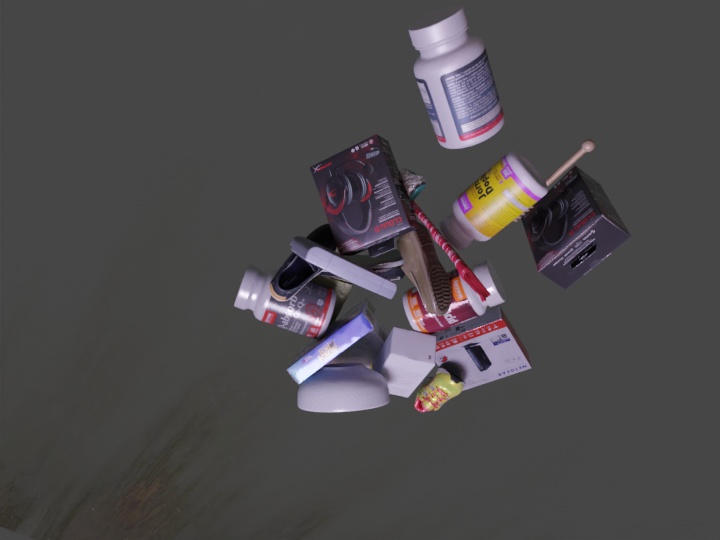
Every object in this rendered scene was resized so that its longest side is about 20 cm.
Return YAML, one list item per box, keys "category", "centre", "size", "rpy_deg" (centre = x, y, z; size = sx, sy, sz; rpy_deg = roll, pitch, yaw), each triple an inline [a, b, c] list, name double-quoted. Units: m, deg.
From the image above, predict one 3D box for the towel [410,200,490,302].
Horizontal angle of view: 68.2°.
- category: "towel"
  centre: [0.168, -0.037, 1.010]
  size: [0.022, 0.200, 0.145]
  rpy_deg: [-39, 143, 9]

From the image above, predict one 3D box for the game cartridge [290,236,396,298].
- category: "game cartridge"
  centre: [-0.030, -0.006, 1.021]
  size: [0.199, 0.133, 0.041]
  rpy_deg: [25, 97, -27]

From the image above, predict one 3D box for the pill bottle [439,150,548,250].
- category: "pill bottle"
  centre: [0.247, -0.127, 1.014]
  size: [0.104, 0.105, 0.200]
  rpy_deg: [36, 122, -20]

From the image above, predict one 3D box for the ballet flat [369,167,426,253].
- category: "ballet flat"
  centre: [0.060, -0.122, 1.073]
  size: [0.071, 0.072, 0.200]
  rpy_deg: [26, 123, -13]

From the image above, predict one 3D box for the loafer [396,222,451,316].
- category: "loafer"
  centre: [0.130, 0.001, 1.099]
  size: [0.076, 0.201, 0.067]
  rpy_deg: [0, 160, -44]

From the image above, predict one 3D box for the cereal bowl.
- category: "cereal bowl"
  centre: [-0.037, 0.244, 1.138]
  size: [0.198, 0.200, 0.084]
  rpy_deg: [-2, 85, 8]

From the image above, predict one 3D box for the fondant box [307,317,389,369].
- category: "fondant box"
  centre: [-0.016, 0.205, 1.319]
  size: [0.199, 0.058, 0.144]
  rpy_deg: [-27, 120, 24]

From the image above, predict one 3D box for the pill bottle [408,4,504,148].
- category: "pill bottle"
  centre: [0.155, -0.316, 0.874]
  size: [0.119, 0.120, 0.201]
  rpy_deg: [-16, 124, 17]

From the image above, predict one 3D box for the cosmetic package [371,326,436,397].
- category: "cosmetic package"
  centre: [0.092, 0.211, 1.199]
  size: [0.101, 0.072, 0.200]
  rpy_deg: [14, 145, -6]

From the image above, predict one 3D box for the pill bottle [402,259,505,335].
- category: "pill bottle"
  centre: [0.202, 0.059, 1.151]
  size: [0.199, 0.115, 0.114]
  rpy_deg: [-25, 120, 22]

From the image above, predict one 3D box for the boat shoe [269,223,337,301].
- category: "boat shoe"
  centre: [-0.109, -0.020, 1.089]
  size: [0.075, 0.200, 0.062]
  rpy_deg: [42, 159, -2]

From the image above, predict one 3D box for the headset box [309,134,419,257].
- category: "headset box"
  centre: [0.012, -0.127, 0.996]
  size: [0.148, 0.075, 0.201]
  rpy_deg: [-21, 86, 21]

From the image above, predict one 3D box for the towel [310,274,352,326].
- category: "towel"
  centre: [-0.109, 0.063, 1.237]
  size: [0.147, 0.037, 0.201]
  rpy_deg: [19, 125, -9]

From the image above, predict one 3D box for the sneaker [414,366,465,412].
- category: "sneaker"
  centre: [0.189, 0.304, 1.304]
  size: [0.078, 0.090, 0.200]
  rpy_deg: [36, 151, 4]

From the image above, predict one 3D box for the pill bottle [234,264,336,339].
- category: "pill bottle"
  centre: [-0.162, 0.065, 1.148]
  size: [0.199, 0.116, 0.116]
  rpy_deg: [20, 126, -10]

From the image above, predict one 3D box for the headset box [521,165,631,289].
- category: "headset box"
  centre: [0.389, -0.075, 0.978]
  size: [0.077, 0.201, 0.149]
  rpy_deg: [30, 125, -16]

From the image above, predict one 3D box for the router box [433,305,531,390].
- category: "router box"
  centre: [0.284, 0.194, 1.283]
  size: [0.199, 0.049, 0.180]
  rpy_deg: [-25, 120, 23]

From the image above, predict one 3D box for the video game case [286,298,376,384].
- category: "video game case"
  centre: [-0.056, 0.151, 1.172]
  size: [0.200, 0.181, 0.046]
  rpy_deg: [-37, 92, 7]

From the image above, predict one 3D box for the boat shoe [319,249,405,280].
- category: "boat shoe"
  centre: [0.000, 0.000, 1.153]
  size: [0.198, 0.076, 0.061]
  rpy_deg: [-2, 123, 7]

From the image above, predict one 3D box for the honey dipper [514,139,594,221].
- category: "honey dipper"
  centre: [0.361, -0.171, 1.012]
  size: [0.038, 0.038, 0.200]
  rpy_deg: [34, 121, -19]
